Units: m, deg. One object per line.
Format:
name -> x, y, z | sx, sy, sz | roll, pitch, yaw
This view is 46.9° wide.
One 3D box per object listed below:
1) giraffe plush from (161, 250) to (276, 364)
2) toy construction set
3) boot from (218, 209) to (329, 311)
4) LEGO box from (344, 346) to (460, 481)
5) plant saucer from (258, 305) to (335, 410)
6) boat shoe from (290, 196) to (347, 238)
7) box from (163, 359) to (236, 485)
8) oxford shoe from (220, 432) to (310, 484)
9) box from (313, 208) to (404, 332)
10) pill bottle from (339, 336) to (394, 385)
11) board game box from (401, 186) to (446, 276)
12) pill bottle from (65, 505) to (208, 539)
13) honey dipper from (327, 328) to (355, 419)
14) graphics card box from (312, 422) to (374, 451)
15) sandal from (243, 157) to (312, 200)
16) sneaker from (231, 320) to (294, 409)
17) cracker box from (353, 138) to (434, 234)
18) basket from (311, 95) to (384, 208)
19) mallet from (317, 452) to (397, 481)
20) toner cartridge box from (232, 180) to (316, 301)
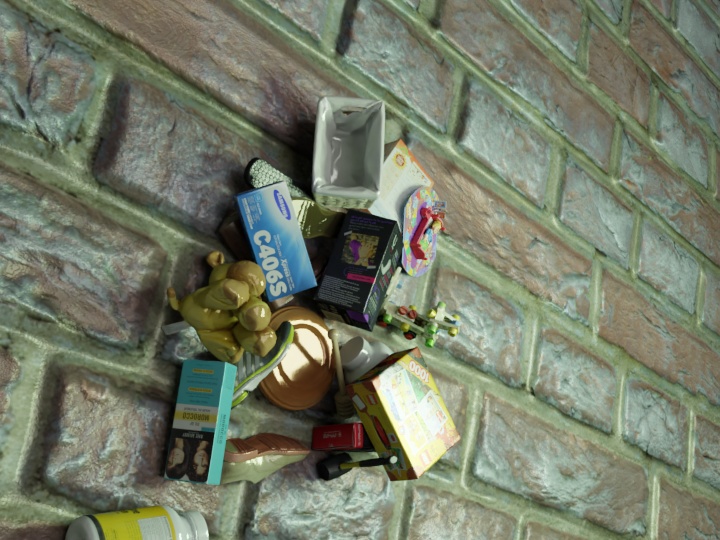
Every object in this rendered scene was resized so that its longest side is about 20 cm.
giraffe plush -> -0.224, 0.048, 1.437 | 0.162, 0.200, 0.173 | -61, 146, -50
toy construction set -> 0.106, 0.084, 1.721 | 0.200, 0.131, 0.092 | 40, 61, 1
boot -> -0.161, -0.050, 1.572 | 0.186, 0.064, 0.200 | -41, 105, -41
LEGO box -> 0.081, 0.266, 1.553 | 0.149, 0.077, 0.200 | -31, 97, -44
plant saucer -> -0.118, 0.166, 1.583 | 0.200, 0.037, 0.200 | 9, 77, -42
boat shoe -> -0.102, -0.103, 1.605 | 0.201, 0.063, 0.073 | 4, 103, -51
box -> -0.267, 0.252, 1.390 | 0.049, 0.082, 0.200 | 46, 48, -68
oxford shoe -> -0.178, 0.340, 1.491 | 0.200, 0.071, 0.074 | 7, 103, -42
box -> 0.000, 0.000, 1.627 | 0.122, 0.106, 0.200 | 68, 41, -66
pill bottle -> 0.043, 0.218, 1.669 | 0.200, 0.111, 0.111 | 44, 56, -28
board game box -> 0.148, -0.083, 1.815 | 0.158, 0.039, 0.200 | -15, 111, -56
pill bottle -> -0.342, 0.424, 1.282 | 0.200, 0.112, 0.112 | 5, 79, -42
honey dipper -> -0.038, 0.197, 1.597 | 0.038, 0.038, 0.200 | -35, 130, -40
graphics card box -> 0.021, 0.327, 1.619 | 0.200, 0.125, 0.051 | 13, 69, -39
sandal -> -0.160, -0.156, 1.587 | 0.200, 0.045, 0.075 | 38, 73, -48
sneaker -> -0.196, 0.158, 1.470 | 0.081, 0.074, 0.200 | 46, 69, -8
cracker box -> 0.064, -0.168, 1.794 | 0.134, 0.058, 0.200 | 50, 53, -24
basket -> -0.026, -0.228, 1.649 | 0.135, 0.123, 0.200 | 4, 78, -3
mallet -> 0.005, 0.358, 1.552 | 0.066, 0.200, 0.041 | -14, 85, -47
toner cartridge box -> -0.154, -0.053, 1.497 | 0.095, 0.043, 0.200 | -20, 102, -15
